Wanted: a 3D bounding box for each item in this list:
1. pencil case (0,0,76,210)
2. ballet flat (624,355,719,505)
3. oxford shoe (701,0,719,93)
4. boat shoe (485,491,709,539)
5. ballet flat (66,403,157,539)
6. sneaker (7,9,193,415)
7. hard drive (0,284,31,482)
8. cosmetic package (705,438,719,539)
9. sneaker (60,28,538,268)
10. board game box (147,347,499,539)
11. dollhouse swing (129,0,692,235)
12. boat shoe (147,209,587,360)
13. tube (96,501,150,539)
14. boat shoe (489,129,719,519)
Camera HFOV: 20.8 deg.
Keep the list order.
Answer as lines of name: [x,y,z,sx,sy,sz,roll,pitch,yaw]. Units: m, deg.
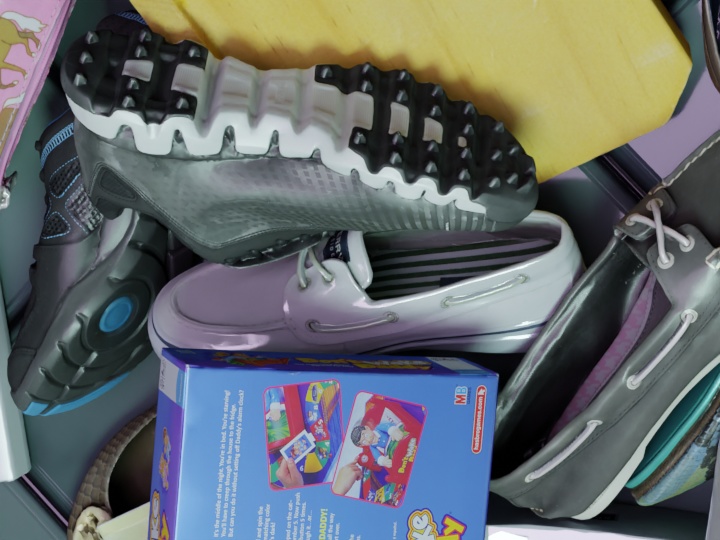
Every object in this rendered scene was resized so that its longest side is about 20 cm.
pencil case: [-0.172,-0.118,0.891,0.083,0.086,0.201,38,107,56]
ballet flat: [0.181,0.025,0.818,0.074,0.074,0.201,30,113,11]
oxford shoe: [0.168,-0.162,0.776,0.071,0.073,0.202,2,101,20]
boat shoe: [0.073,0.138,0.874,0.199,0.074,0.066,5,99,20]
ballet flat: [-0.076,0.084,0.930,0.200,0.046,0.067,-41,86,22]
sneaker: [-0.119,-0.025,0.920,0.082,0.073,0.201,36,106,27]
hard drive: [-0.242,0.009,0.985,0.131,0.027,0.202,-5,99,20]
cosmetic package: [0.243,0.096,0.770,0.198,0.073,0.104,4,104,-4]
sneaker: [-0.028,-0.040,0.812,0.199,0.067,0.091,11,135,-2]
board game box: [-0.020,0.136,0.806,0.134,0.045,0.202,3,96,-19]
dollhouse swing: [0.027,-0.150,0.851,0.199,0.176,0.183,-25,51,23]
boat shoe: [0.000,0.000,0.856,0.198,0.074,0.067,-8,142,5]
tube: [-0.045,0.192,0.930,0.058,0.052,0.201,-32,97,-22]
boat shoe: [0.112,0.022,0.805,0.201,0.057,0.067,-62,35,24]
